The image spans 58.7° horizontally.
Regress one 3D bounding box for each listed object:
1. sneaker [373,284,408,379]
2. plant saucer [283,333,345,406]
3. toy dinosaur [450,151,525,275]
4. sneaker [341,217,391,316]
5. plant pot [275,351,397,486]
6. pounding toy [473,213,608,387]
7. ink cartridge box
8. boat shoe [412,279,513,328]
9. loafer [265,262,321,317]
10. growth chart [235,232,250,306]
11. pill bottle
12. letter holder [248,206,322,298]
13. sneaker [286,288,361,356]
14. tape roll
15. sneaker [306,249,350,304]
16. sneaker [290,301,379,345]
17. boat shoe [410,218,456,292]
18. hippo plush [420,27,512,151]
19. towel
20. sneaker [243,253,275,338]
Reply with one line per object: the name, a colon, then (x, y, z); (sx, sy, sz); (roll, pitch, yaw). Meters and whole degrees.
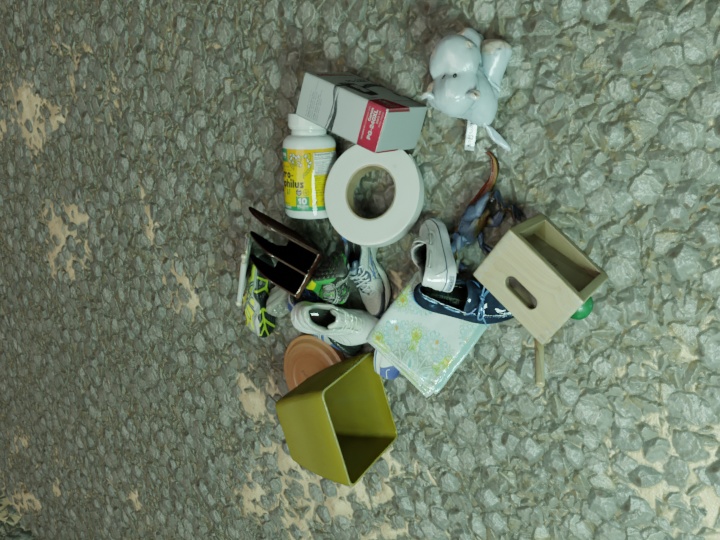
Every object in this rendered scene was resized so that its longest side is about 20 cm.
sneaker: (0.104, 0.144, 1.270); (0.114, 0.080, 0.204); (31, 117, 28)
plant saucer: (-0.105, 0.248, 1.485); (0.197, 0.032, 0.206); (11, 108, 35)
toy dinosaur: (0.207, -0.074, 1.162); (0.180, 0.103, 0.205); (-30, 51, 47)
sneaker: (0.000, 0.000, 1.305); (0.076, 0.085, 0.205); (-11, 96, 37)
plant pot: (-0.063, 0.309, 1.350); (0.173, 0.199, 0.205); (-10, 101, 35)
pounding toy: (0.292, 0.041, 1.036); (0.200, 0.183, 0.143); (47, 125, 16)
ink cartridge box: (0.000, -0.297, 1.186); (0.198, 0.144, 0.085); (31, 120, 26)
boat shoe: (0.191, 0.058, 1.140); (0.194, 0.069, 0.087); (0, 76, 5)
loafer: (-0.145, 0.032, 1.430); (0.198, 0.069, 0.071); (-34, 47, 33)
growth chart: (-0.265, -0.010, 1.463); (0.017, 0.201, 0.148); (7, 108, -9)
pill bottle: (-0.103, -0.216, 1.306); (0.111, 0.112, 0.206); (11, 109, 33)
letter holder: (-0.184, -0.045, 1.323); (0.102, 0.140, 0.200); (-58, 25, 3)
sneaker: (-0.078, 0.112, 1.391); (0.199, 0.076, 0.077); (43, 149, -5)
tape roll: (0.026, -0.148, 1.231); (0.198, 0.037, 0.209); (-3, 83, 22)
sneaker: (-0.048, 0.019, 1.267); (0.085, 0.079, 0.200); (39, 165, -4)
sneaker: (-0.041, 0.109, 1.305); (0.099, 0.195, 0.080); (160, 117, -71)
boat shoe: (0.122, -0.037, 1.144); (0.064, 0.201, 0.075); (7, 118, -9)
hippo plush: (0.152, -0.302, 1.054); (0.156, 0.159, 0.206); (8, 102, 35)
towel: (0.129, 0.108, 1.195); (0.170, 0.048, 0.201); (39, 86, 10)
sneaker: (-0.247, 0.058, 1.512); (0.075, 0.075, 0.205); (16, 110, 31)
